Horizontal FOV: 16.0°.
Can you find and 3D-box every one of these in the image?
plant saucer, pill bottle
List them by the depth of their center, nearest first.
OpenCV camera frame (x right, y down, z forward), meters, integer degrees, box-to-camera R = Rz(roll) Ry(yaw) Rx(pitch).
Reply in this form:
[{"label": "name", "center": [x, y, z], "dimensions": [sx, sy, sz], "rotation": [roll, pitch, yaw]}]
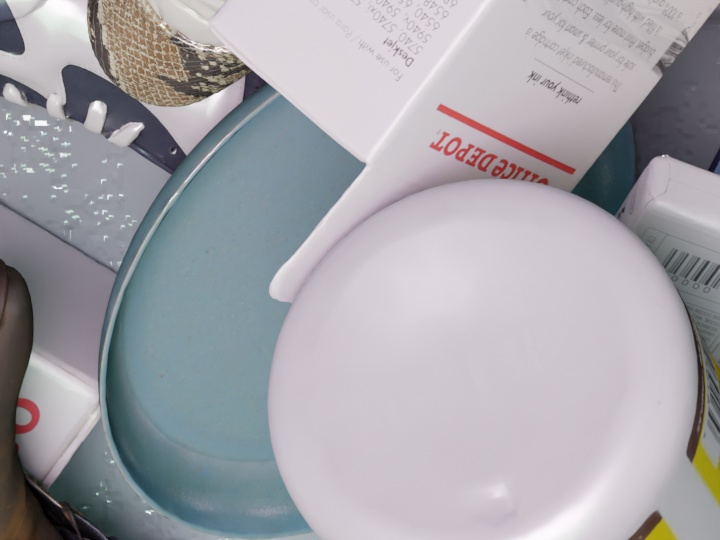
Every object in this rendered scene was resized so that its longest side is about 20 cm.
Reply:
[{"label": "pill bottle", "center": [0.053, 0.057, 0.706], "dimensions": [0.109, 0.109, 0.200], "rotation": [-17, 156, 11]}, {"label": "plant saucer", "center": [0.000, 0.000, 0.820], "dimensions": [0.200, 0.027, 0.200], "rotation": [-23, 137, -24]}]

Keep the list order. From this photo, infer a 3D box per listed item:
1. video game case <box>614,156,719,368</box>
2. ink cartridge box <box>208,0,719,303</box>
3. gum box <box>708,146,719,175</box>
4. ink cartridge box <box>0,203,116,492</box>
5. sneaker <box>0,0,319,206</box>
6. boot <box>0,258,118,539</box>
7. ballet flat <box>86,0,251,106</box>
[{"label": "video game case", "center": [0.149, 0.052, 0.802], "dimensions": [0.200, 0.023, 0.182], "rotation": [19, 144, -7]}, {"label": "ink cartridge box", "center": [0.040, -0.082, 0.691], "dimensions": [0.068, 0.116, 0.200], "rotation": [42, 101, 26]}, {"label": "gum box", "center": [0.190, 0.047, 0.876], "dimensions": [0.200, 0.045, 0.170], "rotation": [21, 116, -7]}, {"label": "ink cartridge box", "center": [-0.199, 0.024, 0.857], "dimensions": [0.200, 0.083, 0.145], "rotation": [32, 113, -14]}, {"label": "sneaker", "center": [-0.081, -0.056, 0.814], "dimensions": [0.199, 0.079, 0.130], "rotation": [-25, 105, 3]}, {"label": "boot", "center": [-0.106, 0.079, 0.806], "dimensions": [0.097, 0.075, 0.200], "rotation": [9, 125, -17]}, {"label": "ballet flat", "center": [-0.015, -0.120, 0.708], "dimensions": [0.068, 0.075, 0.200], "rotation": [36, 109, -12]}]
